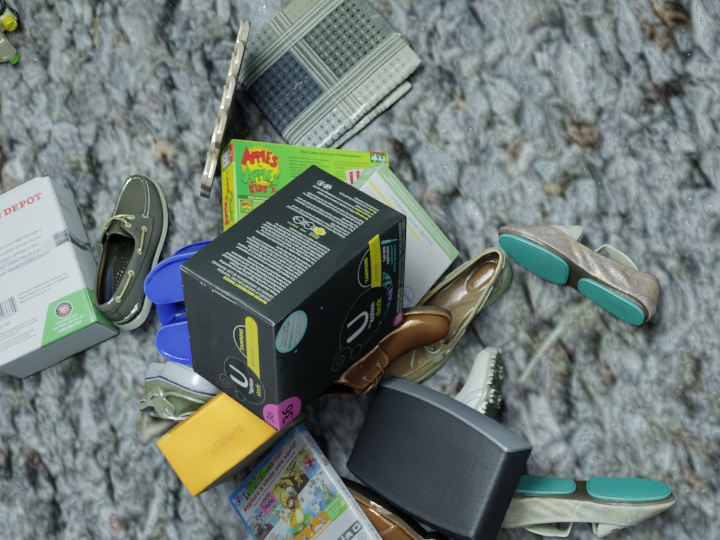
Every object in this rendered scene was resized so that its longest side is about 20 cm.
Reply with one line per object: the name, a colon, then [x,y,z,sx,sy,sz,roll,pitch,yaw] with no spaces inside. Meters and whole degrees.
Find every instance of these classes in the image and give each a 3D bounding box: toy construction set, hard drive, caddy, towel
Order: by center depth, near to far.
hard drive: [0.077,0.203,1.228,0.198,0.042,0.137,23,90,38]
caddy: [-0.159,0.034,1.345,0.196,0.105,0.144,-9,95,14]
towel: [-0.044,-0.257,1.432,0.199,0.035,0.193,-41,70,2]
toy construction set: [-0.531,-0.329,1.514,0.131,0.092,0.201,-40,84,0]

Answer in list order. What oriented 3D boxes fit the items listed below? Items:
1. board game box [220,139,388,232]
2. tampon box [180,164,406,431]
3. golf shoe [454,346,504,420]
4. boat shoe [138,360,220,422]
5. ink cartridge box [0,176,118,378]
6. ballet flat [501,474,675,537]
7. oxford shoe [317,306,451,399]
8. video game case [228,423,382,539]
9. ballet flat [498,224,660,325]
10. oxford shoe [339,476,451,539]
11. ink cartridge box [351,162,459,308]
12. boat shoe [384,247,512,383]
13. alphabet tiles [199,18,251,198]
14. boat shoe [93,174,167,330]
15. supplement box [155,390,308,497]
board game box: [-0.062,-0.089,1.330,0.197,0.048,0.104,2,74,-24]
tampon box: [-0.062,0.024,1.133,0.125,0.152,0.200,29,50,27]
golf shoe: [0.101,0.175,1.278,0.096,0.078,0.203,15,79,20]
boat shoe: [-0.204,0.142,1.295,0.071,0.199,0.063,19,78,-20]
ink cartridge box: [-0.403,0.008,1.407,0.144,0.084,0.203,-23,74,5]
ballet flat: [0.243,0.260,1.245,0.196,0.067,0.064,1,105,15]
oxford shoe: [0.012,0.098,1.248,0.197,0.072,0.072,-22,57,8]
video game case: [-0.053,0.295,1.274,0.143,0.018,0.201,-47,71,29]
ballet flat: [0.253,-0.010,1.302,0.198,0.068,0.068,32,65,11]
oxford shoe: [0.031,0.298,1.266,0.199,0.071,0.072,34,94,17]
ink cartridge box: [0.000,0.000,1.294,0.146,0.048,0.200,48,71,-18]
boat shoe: [0.094,0.050,1.312,0.073,0.063,0.201,40,88,16]
alphabet tiles: [-0.161,-0.190,1.351,0.014,0.196,0.204,14,82,-8]
boat shoe: [-0.284,-0.032,1.391,0.071,0.060,0.205,-10,63,25]
supplement box: [-0.136,0.174,1.254,0.125,0.200,0.074,-38,83,-1]
